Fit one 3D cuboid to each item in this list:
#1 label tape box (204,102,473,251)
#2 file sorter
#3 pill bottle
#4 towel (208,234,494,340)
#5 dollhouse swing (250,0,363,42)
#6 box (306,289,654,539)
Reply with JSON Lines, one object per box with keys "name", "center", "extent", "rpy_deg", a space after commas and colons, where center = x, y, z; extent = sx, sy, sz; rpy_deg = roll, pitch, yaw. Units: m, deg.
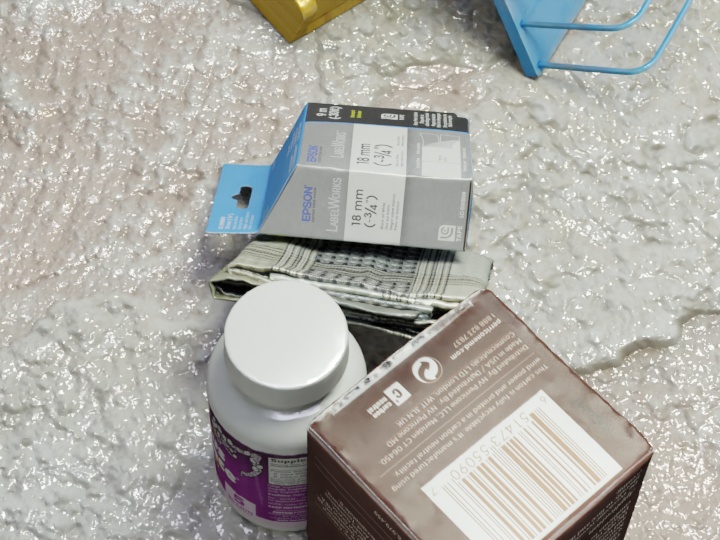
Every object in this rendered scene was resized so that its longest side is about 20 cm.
{"name": "label tape box", "center": [-0.014, -0.077, 1.446], "extent": [0.199, 0.064, 0.144], "rpy_deg": [4, 25, 0]}
{"name": "file sorter", "center": [0.182, -0.276, 1.513], "extent": [0.122, 0.200, 0.139], "rpy_deg": [8, 53, 37]}
{"name": "pill bottle", "center": [-0.051, 0.093, 1.294], "extent": [0.112, 0.200, 0.113], "rpy_deg": [1, 58, -1]}
{"name": "towel", "center": [0.000, 0.000, 1.385], "extent": [0.191, 0.035, 0.200], "rpy_deg": [12, 17, 6]}
{"name": "dollhouse swing", "center": [-0.010, -0.323, 1.572], "extent": [0.200, 0.176, 0.182], "rpy_deg": [-33, 64, -19]}
{"name": "box", "center": [0.074, 0.157, 1.258], "extent": [0.166, 0.200, 0.164], "rpy_deg": [-37, 66, -23]}
